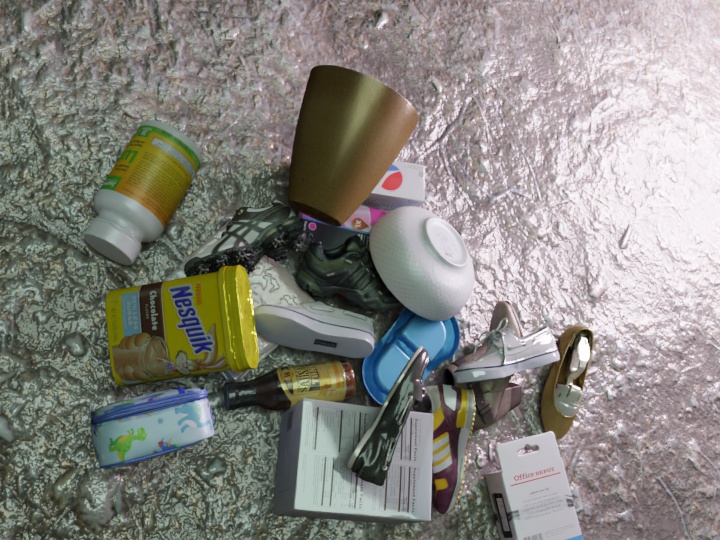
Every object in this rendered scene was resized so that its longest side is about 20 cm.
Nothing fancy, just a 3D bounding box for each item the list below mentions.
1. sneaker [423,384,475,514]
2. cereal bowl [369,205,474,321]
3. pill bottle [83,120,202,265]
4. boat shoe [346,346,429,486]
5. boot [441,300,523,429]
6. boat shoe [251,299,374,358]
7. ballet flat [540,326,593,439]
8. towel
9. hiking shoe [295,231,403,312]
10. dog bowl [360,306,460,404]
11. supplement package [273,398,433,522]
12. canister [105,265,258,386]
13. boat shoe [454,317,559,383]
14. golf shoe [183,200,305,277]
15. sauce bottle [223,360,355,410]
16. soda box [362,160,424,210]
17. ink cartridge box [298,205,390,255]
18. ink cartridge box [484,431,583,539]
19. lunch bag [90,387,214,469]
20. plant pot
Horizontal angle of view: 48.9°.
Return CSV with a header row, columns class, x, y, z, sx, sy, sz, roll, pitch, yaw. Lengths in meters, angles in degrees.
class,x,y,z,sx,sy,sz,roll,pitch,yaw
sneaker,0.121,0.275,1.231,0.088,0.075,0.204,9,95,1
cereal bowl,0.113,-0.025,1.277,0.199,0.083,0.202,30,38,-27
pill bottle,-0.331,-0.115,1.196,0.110,0.111,0.202,28,68,-7
boat shoe,0.052,0.200,1.086,0.057,0.067,0.201,31,69,7
boot,0.197,0.156,1.296,0.144,0.070,0.204,-4,85,-31
boat shoe,-0.073,0.082,1.224,0.197,0.074,0.066,18,47,-17
ballet flat,0.355,0.185,1.351,0.068,0.063,0.203,20,70,-10
towel,-0.195,0.044,1.237,0.200,0.032,0.191,48,67,-1
hiking shoe,0.000,0.000,1.264,0.197,0.076,0.102,11,112,-12
dog bowl,0.077,0.136,1.285,0.111,0.050,0.200,42,68,-2
supplement package,-0.012,0.284,1.157,0.197,0.152,0.153,9,69,-15
canister,-0.256,0.083,1.139,0.196,0.087,0.151,-10,81,5
boat shoe,0.226,0.120,1.245,0.199,0.074,0.088,-11,85,-26
golf shoe,-0.186,-0.044,1.220,0.198,0.078,0.095,-22,57,-20
sauce bottle,-0.107,0.179,1.206,0.197,0.066,0.067,-7,76,-21
soda box,0.009,-0.151,1.339,0.197,0.064,0.069,8,72,-16
ink cartridge box,-0.010,-0.062,1.325,0.197,0.037,0.096,13,70,-16
ink cartridge box,0.274,0.372,1.268,0.114,0.068,0.203,-8,77,-19
lunch bag,-0.280,0.208,1.071,0.158,0.200,0.084,-11,84,-18
plant pot,-0.032,-0.179,1.221,0.184,0.186,0.203,25,83,-9
